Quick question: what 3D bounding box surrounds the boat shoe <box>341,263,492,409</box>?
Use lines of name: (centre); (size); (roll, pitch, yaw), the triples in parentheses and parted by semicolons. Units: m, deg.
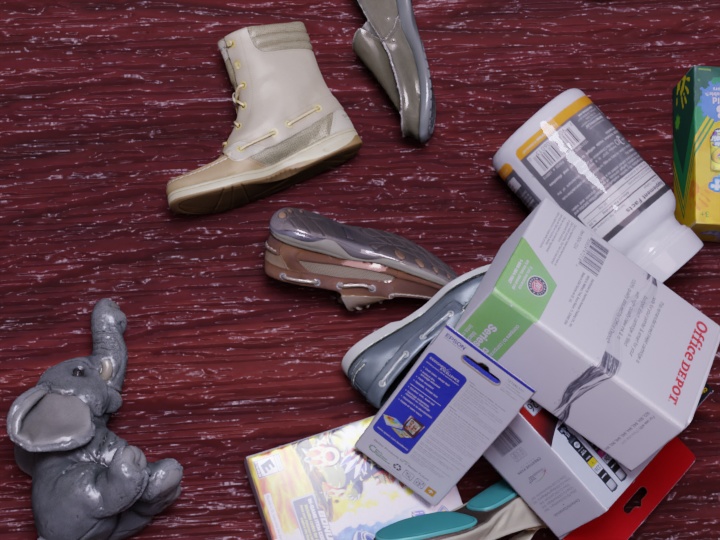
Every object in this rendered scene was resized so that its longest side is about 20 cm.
boat shoe: (0.081, 0.063, 1.363); (0.200, 0.073, 0.062); (-30, 56, -4)

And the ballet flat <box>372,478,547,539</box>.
ballet flat: (0.100, 0.240, 1.292); (0.200, 0.069, 0.070); (-16, 78, -31)

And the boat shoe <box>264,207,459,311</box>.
boat shoe: (0.000, 0.000, 1.385); (0.200, 0.076, 0.072); (17, 109, -10)

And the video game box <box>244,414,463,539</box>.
video game box: (0.008, 0.242, 1.336); (0.182, 0.047, 0.200); (-17, 79, -12)

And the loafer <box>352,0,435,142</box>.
loafer: (0.029, -0.218, 1.438); (0.070, 0.075, 0.200); (-14, 74, 3)

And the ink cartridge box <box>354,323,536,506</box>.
ink cartridge box: (0.075, 0.123, 1.253); (0.095, 0.200, 0.037); (37, 47, 4)

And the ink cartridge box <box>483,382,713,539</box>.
ink cartridge box: (0.228, 0.147, 1.322); (0.176, 0.084, 0.200); (48, 52, 5)

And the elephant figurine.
elephant figurine: (-0.261, 0.147, 1.304); (0.142, 0.155, 0.200); (-46, 69, 29)

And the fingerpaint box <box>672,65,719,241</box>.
fingerpaint box: (0.422, -0.112, 1.444); (0.200, 0.073, 0.167); (4, 76, -4)

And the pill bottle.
pill bottle: (0.232, -0.069, 1.394); (0.116, 0.116, 0.200); (-39, 84, -13)

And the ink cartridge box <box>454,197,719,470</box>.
ink cartridge box: (0.199, 0.055, 1.249); (0.200, 0.084, 0.146); (37, 44, -2)

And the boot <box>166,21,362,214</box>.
boot: (-0.117, -0.151, 1.400); (0.200, 0.073, 0.156); (-22, 81, -12)
